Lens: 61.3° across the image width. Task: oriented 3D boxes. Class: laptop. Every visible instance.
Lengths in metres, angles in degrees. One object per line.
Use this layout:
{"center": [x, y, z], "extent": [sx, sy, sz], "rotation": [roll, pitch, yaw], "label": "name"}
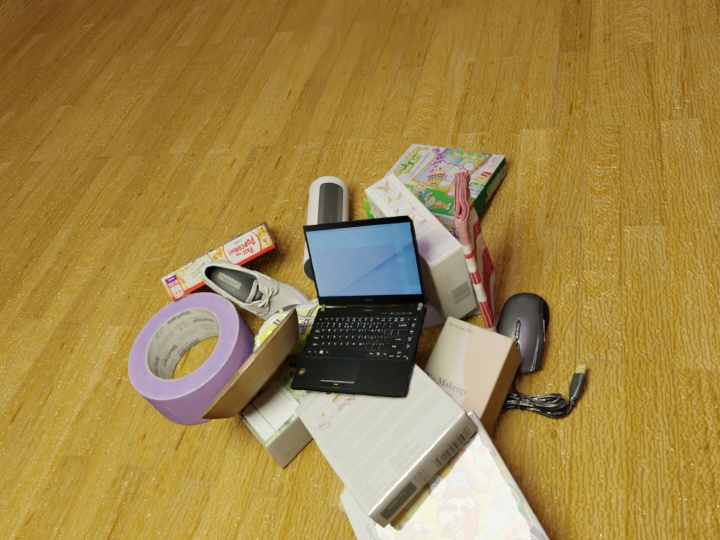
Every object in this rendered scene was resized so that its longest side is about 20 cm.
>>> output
{"center": [-0.014, 0.045, 0.788], "extent": [0.174, 0.104, 0.203], "rotation": [-3, 53, 32], "label": "laptop"}

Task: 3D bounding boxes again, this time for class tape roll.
{"center": [-0.274, 0.142, 1.004], "extent": [0.196, 0.086, 0.203], "rotation": [-11, 47, 12], "label": "tape roll"}

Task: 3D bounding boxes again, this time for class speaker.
{"center": [-0.060, -0.075, 1.109], "extent": [0.080, 0.082, 0.203], "rotation": [-10, 48, 13], "label": "speaker"}

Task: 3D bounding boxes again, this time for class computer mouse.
{"center": [0.249, 0.107, 0.854], "extent": [0.138, 0.046, 0.202], "rotation": [7, 54, 28], "label": "computer mouse"}

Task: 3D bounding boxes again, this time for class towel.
{"center": [0.168, -0.023, 0.870], "extent": [0.022, 0.202, 0.145], "rotation": [-11, 32, 18], "label": "towel"}

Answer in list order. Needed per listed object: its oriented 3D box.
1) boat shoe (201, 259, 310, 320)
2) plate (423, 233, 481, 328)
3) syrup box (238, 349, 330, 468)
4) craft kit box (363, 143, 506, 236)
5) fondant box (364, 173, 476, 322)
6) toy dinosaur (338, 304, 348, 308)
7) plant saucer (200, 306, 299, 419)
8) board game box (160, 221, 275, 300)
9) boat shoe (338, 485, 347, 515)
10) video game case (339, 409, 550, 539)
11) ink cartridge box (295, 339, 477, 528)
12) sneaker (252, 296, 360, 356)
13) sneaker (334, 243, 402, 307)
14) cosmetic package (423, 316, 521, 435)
{"center": [-0.172, 0.041, 1.005], "extent": [0.196, 0.065, 0.075], "rotation": [20, 89, -4], "label": "boat shoe"}
{"center": [0.097, 0.006, 1.010], "extent": [0.196, 0.033, 0.203], "rotation": [-16, 48, 8], "label": "plate"}
{"center": [-0.074, 0.179, 0.895], "extent": [0.199, 0.082, 0.078], "rotation": [-42, 53, -18], "label": "syrup box"}
{"center": [0.137, -0.152, 1.099], "extent": [0.194, 0.049, 0.201], "rotation": [11, 46, 32], "label": "craft kit box"}
{"center": [0.090, -0.035, 0.926], "extent": [0.058, 0.145, 0.201], "rotation": [-31, 48, -7], "label": "fondant box"}
{"center": [0.006, 0.135, 0.840], "extent": [0.099, 0.058, 0.204], "rotation": [-11, 59, 13], "label": "toy dinosaur"}
{"center": [-0.146, 0.139, 0.862], "extent": [0.035, 0.200, 0.201], "rotation": [41, 68, -5], "label": "plant saucer"}
{"center": [-0.251, -0.022, 1.106], "extent": [0.197, 0.047, 0.152], "rotation": [-28, 9, -3], "label": "board game box"}
{"center": [0.011, 0.231, 0.823], "extent": [0.068, 0.074, 0.203], "rotation": [1, 52, 14], "label": "boat shoe"}
{"center": [0.093, 0.292, 0.697], "extent": [0.198, 0.023, 0.184], "rotation": [-34, 58, 6], "label": "video game case"}
{"center": [0.024, 0.185, 0.757], "extent": [0.160, 0.047, 0.200], "rotation": [-45, 40, -5], "label": "ink cartridge box"}
{"center": [-0.082, 0.095, 0.976], "extent": [0.198, 0.076, 0.077], "rotation": [-30, 46, -3], "label": "sneaker"}
{"center": [0.000, 0.000, 0.890], "extent": [0.198, 0.080, 0.078], "rotation": [-19, 16, 47], "label": "sneaker"}
{"center": [0.126, 0.175, 0.802], "extent": [0.104, 0.071, 0.203], "rotation": [16, 69, 31], "label": "cosmetic package"}
